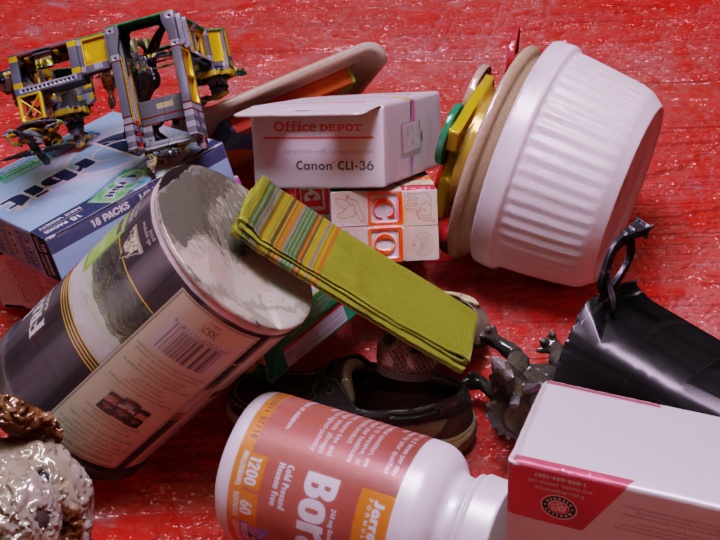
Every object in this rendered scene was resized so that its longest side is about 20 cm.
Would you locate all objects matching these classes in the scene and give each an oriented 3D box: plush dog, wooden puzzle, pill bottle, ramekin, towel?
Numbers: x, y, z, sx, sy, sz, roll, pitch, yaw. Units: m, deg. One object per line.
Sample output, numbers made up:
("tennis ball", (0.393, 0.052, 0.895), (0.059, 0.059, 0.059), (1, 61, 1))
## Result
("plush dog", (-0.260, 0.184, 1.121), (0.171, 0.201, 0.160), (-21, 5, -36))
("wooden puzzle", (-0.085, -0.136, 1.489), (0.199, 0.185, 0.037), (-21, 81, -23))
("pill bottle", (0.007, 0.163, 1.142), (0.199, 0.113, 0.112), (14, 42, 21))
("ramekin", (0.179, -0.082, 1.370), (0.104, 0.201, 0.200), (22, 45, 13))
("towel", (0.000, 0.000, 1.193), (0.199, 0.018, 0.086), (32, 31, -7))

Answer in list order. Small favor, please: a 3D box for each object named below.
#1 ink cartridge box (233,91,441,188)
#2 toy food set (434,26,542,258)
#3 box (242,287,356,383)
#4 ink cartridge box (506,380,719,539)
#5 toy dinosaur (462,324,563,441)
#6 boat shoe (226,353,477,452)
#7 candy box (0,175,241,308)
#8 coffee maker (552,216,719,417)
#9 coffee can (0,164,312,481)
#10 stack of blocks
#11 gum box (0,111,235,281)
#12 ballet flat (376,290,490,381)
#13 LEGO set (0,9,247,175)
("ink cartridge box", (-0.015, -0.106, 1.327), (0.116, 0.068, 0.200), (0, 9, 20))
("toy food set", (0.111, -0.107, 1.396), (0.048, 0.199, 0.200), (23, 47, 13))
("box", (-0.108, 0.027, 1.338), (0.199, 0.049, 0.117), (14, 41, 43))
("ink cartridge box", (0.170, 0.184, 1.037), (0.144, 0.201, 0.084), (11, 38, 17))
("toy dinosaur", (0.146, 0.092, 1.261), (0.199, 0.077, 0.102), (6, 29, -44))
("boat shoe", (-0.008, 0.096, 1.262), (0.198, 0.065, 0.073), (3, 40, 8))
("candy box", (-0.205, -0.024, 1.376), (0.199, 0.061, 0.136), (3, 34, 37))
("coffee maker", (0.241, 0.100, 1.138), (0.199, 0.193, 0.135), (27, 52, 33))
("coffee can", (-0.153, 0.040, 1.199), (0.146, 0.200, 0.147), (36, 30, -24))
("stack of blocks", (0.002, -0.051, 1.376), (0.114, 0.059, 0.200), (-3, 10, -2))
("gum box", (-0.224, -0.066, 1.348), (0.169, 0.045, 0.199), (-31, 27, -26))
("ballet flat", (0.059, 0.042, 1.284), (0.067, 0.047, 0.200), (10, 14, 18))
("LEGO set", (-0.188, -0.125, 1.307), (0.198, 0.117, 0.154), (-12, -4, 3))
